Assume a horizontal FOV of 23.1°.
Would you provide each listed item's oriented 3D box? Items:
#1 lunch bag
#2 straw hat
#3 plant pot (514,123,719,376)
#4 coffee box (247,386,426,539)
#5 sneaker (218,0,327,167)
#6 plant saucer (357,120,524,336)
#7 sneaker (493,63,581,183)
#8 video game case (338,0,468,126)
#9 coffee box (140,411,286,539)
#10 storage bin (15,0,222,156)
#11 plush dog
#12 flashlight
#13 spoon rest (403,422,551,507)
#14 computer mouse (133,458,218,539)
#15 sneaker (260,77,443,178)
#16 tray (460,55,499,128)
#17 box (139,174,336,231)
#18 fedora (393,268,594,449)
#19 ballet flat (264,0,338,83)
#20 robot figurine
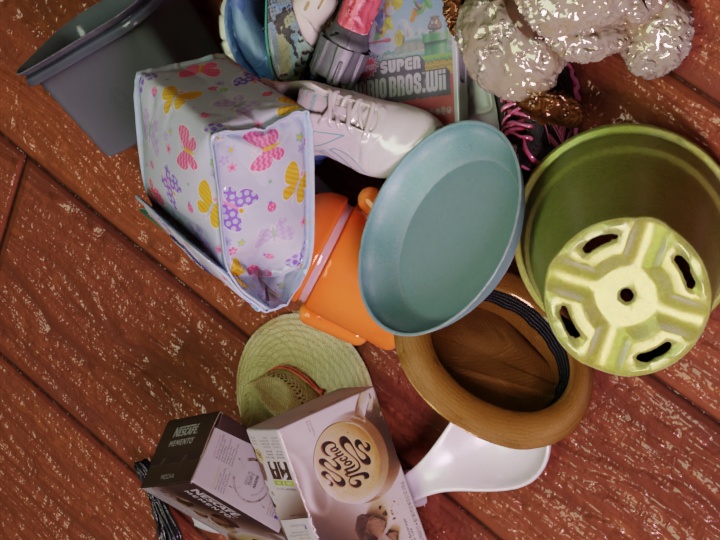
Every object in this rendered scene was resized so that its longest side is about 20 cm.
[{"bbox_3d":[-0.127,-0.074,1.613,0.170,0.127,0.201,39,140,48],"label":"lunch bag"},{"bbox_3d":[-0.079,0.150,1.816,0.200,0.085,0.202,9,105,35],"label":"straw hat"},{"bbox_3d":[0.220,-0.003,1.445,0.199,0.184,0.202,2,108,8],"label":"plant pot"},{"bbox_3d":[-0.017,0.227,1.703,0.080,0.113,0.201,-10,100,63],"label":"coffee box"},{"bbox_3d":[-0.070,-0.202,1.749,0.089,0.078,0.201,-25,93,31],"label":"sneaker"},{"bbox_3d":[0.077,-0.032,1.534,0.200,0.036,0.201,-29,49,39],"label":"plant saucer"},{"bbox_3d":[0.152,-0.120,1.570,0.079,0.095,0.201,-14,92,32],"label":"sneaker"},{"bbox_3d":[0.039,-0.217,1.664,0.142,0.017,0.201,-3,87,40],"label":"video game case"},{"bbox_3d":[-0.105,0.227,1.774,0.113,0.200,0.080,-14,48,55],"label":"coffee box"},{"bbox_3d":[-0.234,-0.217,1.838,0.199,0.146,0.135,-20,115,38],"label":"storage bin"},{"bbox_3d":[0.158,-0.217,1.497,0.172,0.160,0.200,-44,74,27],"label":"plush dog"},{"bbox_3d":[0.010,-0.267,1.633,0.068,0.068,0.201,36,111,39],"label":"flashlight"},{"bbox_3d":[0.104,0.182,1.702,0.200,0.060,0.100,-36,78,38],"label":"spoon rest"},{"bbox_3d":[-0.170,0.253,1.940,0.199,0.044,0.110,-13,91,39],"label":"computer mouse"},{"bbox_3d":[-0.019,-0.136,1.633,0.199,0.080,0.071,9,70,30],"label":"sneaker"},{"bbox_3d":[0.060,-0.172,1.680,0.199,0.022,0.108,-11,94,39],"label":"tray"},{"bbox_3d":[-0.122,-0.061,1.790,0.199,0.117,0.049,-13,48,37],"label":"box"},{"bbox_3d":[0.112,0.087,1.606,0.201,0.200,0.082,56,146,13],"label":"fedora"},{"bbox_3d":[-0.054,-0.276,1.685,0.074,0.074,0.201,-16,69,39],"label":"ballet flat"},{"bbox_3d":[0.001,-0.002,1.681,0.199,0.117,0.144,27,163,-1],"label":"robot figurine"}]
